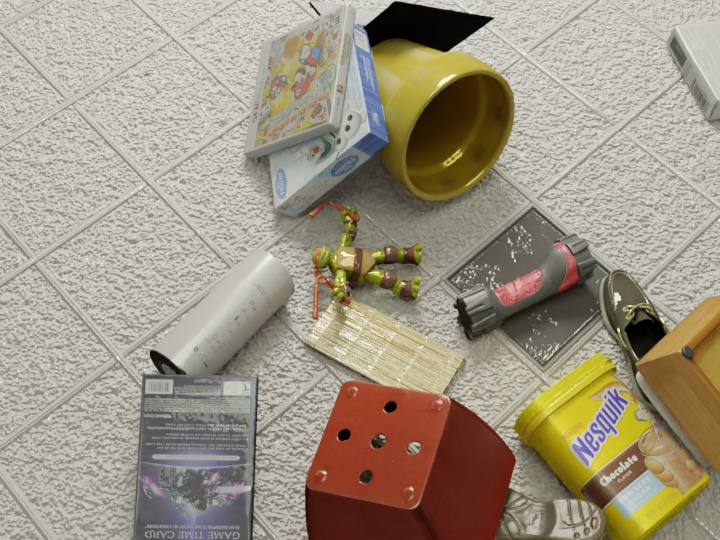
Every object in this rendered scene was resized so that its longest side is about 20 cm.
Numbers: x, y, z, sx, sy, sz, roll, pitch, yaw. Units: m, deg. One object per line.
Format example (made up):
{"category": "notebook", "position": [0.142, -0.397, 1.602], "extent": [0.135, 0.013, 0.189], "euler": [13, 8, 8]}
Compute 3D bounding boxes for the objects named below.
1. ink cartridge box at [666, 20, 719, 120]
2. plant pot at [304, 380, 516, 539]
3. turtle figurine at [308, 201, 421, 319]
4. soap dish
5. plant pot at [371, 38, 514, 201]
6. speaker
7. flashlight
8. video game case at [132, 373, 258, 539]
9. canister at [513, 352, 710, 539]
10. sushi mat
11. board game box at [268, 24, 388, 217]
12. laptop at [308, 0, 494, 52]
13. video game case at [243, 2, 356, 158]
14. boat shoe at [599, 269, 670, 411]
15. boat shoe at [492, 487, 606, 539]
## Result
{"category": "ink cartridge box", "position": [0.602, -0.322, 1.681], "extent": [0.197, 0.057, 0.164], "euler": [-8, 58, -17]}
{"category": "plant pot", "position": [0.042, 0.234, 1.196], "extent": [0.197, 0.177, 0.202], "euler": [6, 56, 25]}
{"category": "turtle figurine", "position": [0.000, 0.000, 1.440], "extent": [0.158, 0.065, 0.202], "euler": [9, 49, -5]}
{"category": "soap dish", "position": [0.443, 0.128, 1.317], "extent": [0.199, 0.081, 0.158], "euler": [-31, 80, -40]}
{"category": "plant pot", "position": [0.087, -0.232, 1.524], "extent": [0.199, 0.203, 0.189], "euler": [-29, 48, -19]}
{"category": "speaker", "position": [-0.175, 0.065, 1.384], "extent": [0.081, 0.082, 0.200], "euler": [34, 63, 18]}
{"category": "flashlight", "position": [0.218, 0.017, 1.435], "extent": [0.197, 0.068, 0.068], "euler": [-23, 62, -16]}
{"category": "video game case", "position": [-0.195, 0.227, 1.280], "extent": [0.140, 0.019, 0.204], "euler": [1, 78, -1]}
{"category": "canister", "position": [0.305, 0.221, 1.300], "extent": [0.147, 0.087, 0.201], "euler": [-32, 65, -20]}
{"category": "sushi mat", "position": [0.031, 0.103, 1.407], "extent": [0.198, 0.012, 0.096], "euler": [27, 62, 14]}
{"category": "board game box", "position": [-0.054, -0.211, 1.507], "extent": [0.043, 0.198, 0.203], "euler": [21, 47, -40]}
{"category": "laptop", "position": [0.057, -0.386, 1.595], "extent": [0.185, 0.117, 0.201], "euler": [0, 40, -36]}
{"category": "video game case", "position": [-0.088, -0.265, 1.518], "extent": [0.023, 0.198, 0.185], "euler": [21, 69, -39]}
{"category": "boat shoe", "position": [0.369, 0.080, 1.405], "extent": [0.071, 0.061, 0.204], "euler": [-9, 59, -8]}
{"category": "boat shoe", "position": [0.188, 0.303, 1.253], "extent": [0.197, 0.068, 0.073], "euler": [4, 45, 22]}
